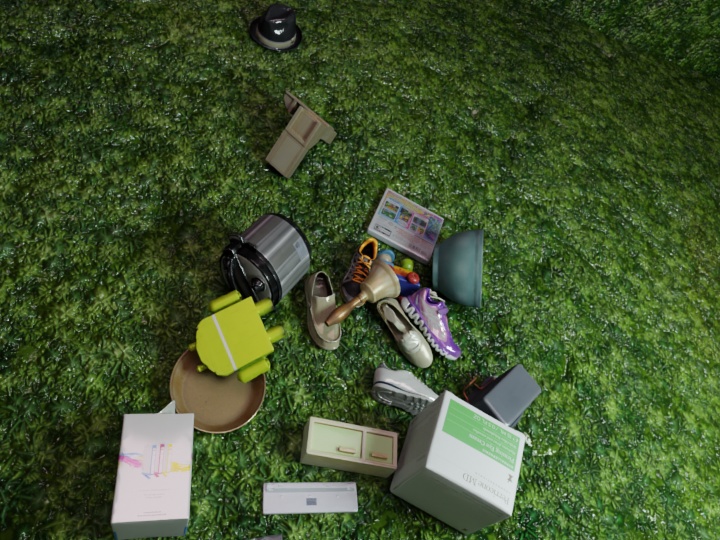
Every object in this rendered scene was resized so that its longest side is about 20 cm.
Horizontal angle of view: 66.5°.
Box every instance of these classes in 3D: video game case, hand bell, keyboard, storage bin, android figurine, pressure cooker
[{"bbox_3d":[0.132,-0.129,1.577,0.195,0.024,0.185,27,51,-1],"label":"video game case"},{"bbox_3d":[-0.006,0.072,1.296,0.198,0.105,0.104,-37,74,-29],"label":"hand bell"},{"bbox_3d":[-0.098,0.452,1.093,0.192,0.011,0.058,6,60,-17],"label":"keyboard"},{"bbox_3d":[0.319,0.306,1.280,0.197,0.136,0.146,-29,70,-36],"label":"storage bin"},{"bbox_3d":[-0.259,0.140,1.146,0.195,0.041,0.186,-27,83,-14],"label":"android figurine"},{"bbox_3d":[-0.226,-0.012,1.253,0.174,0.180,0.201,37,51,4],"label":"pressure cooker"}]

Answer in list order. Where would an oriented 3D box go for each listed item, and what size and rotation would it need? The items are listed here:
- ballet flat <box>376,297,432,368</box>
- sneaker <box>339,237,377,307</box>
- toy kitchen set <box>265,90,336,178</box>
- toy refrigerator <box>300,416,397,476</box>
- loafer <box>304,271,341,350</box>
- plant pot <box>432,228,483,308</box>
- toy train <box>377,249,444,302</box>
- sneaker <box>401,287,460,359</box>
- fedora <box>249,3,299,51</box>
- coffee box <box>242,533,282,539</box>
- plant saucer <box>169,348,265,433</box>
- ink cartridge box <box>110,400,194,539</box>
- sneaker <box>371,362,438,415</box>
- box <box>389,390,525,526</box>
[{"bbox_3d":[0.104,0.149,1.342,0.068,0.070,0.202,-21,62,-32],"label":"ballet flat"},{"bbox_3d":[0.000,0.000,1.401,0.076,0.078,0.205,20,53,-9],"label":"sneaker"},{"bbox_3d":[-0.196,-0.392,1.597,0.162,0.182,0.200,39,12,5],"label":"toy kitchen set"},{"bbox_3d":[-0.022,0.368,1.142,0.193,0.071,0.078,15,52,-12],"label":"toy refrigerator"},{"bbox_3d":[-0.091,0.090,1.306,0.073,0.069,0.205,-5,59,-24],"label":"loafer"},{"bbox_3d":[0.257,-0.007,1.453,0.129,0.204,0.205,1,51,13],"label":"plant pot"},{"bbox_3d":[0.127,0.018,1.444,0.193,0.086,0.118,17,39,-10],"label":"toy train"},{"bbox_3d":[0.189,0.126,1.363,0.202,0.088,0.080,52,13,10],"label":"sneaker"},{"bbox_3d":[-0.279,-0.834,1.853,0.193,0.093,0.206,11,53,-14],"label":"fedora"},{"bbox_3d":[-0.183,0.577,0.948,0.118,0.044,0.206,2,56,-20],"label":"coffee box"},{"bbox_3d":[-0.295,0.242,1.140,0.193,0.036,0.206,11,53,-15],"label":"plant saucer"},{"bbox_3d":[-0.364,0.352,0.978,0.120,0.130,0.206,4,54,-18],"label":"ink cartridge box"},{"bbox_3d":[0.121,0.277,1.264,0.194,0.077,0.082,25,41,-6],"label":"sneaker"},{"bbox_3d":[0.196,0.396,1.126,0.194,0.202,0.174,28,53,-1],"label":"box"}]
